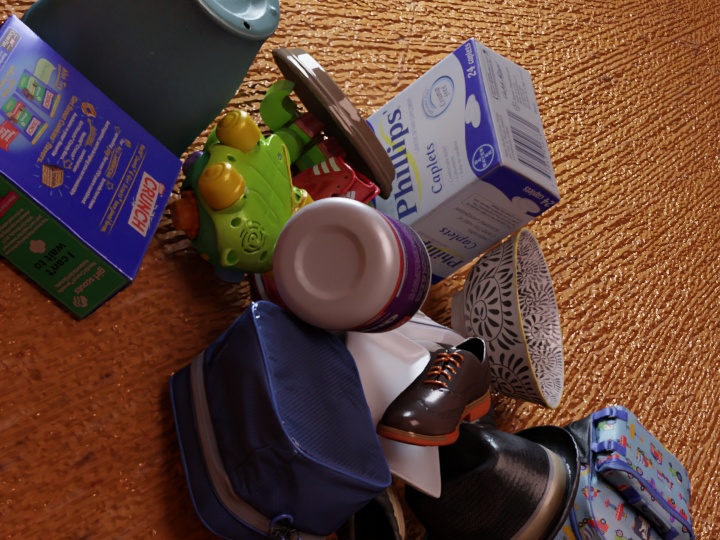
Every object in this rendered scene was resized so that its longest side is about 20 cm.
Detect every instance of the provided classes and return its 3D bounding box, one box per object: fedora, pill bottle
[{"bbox_3d":[0.106,0.202,1.319,0.091,0.200,0.201,38,37,-21],"label":"fedora"},{"bbox_3d":[0.000,0.000,1.289,0.113,0.112,0.200,63,12,11],"label":"pill bottle"}]

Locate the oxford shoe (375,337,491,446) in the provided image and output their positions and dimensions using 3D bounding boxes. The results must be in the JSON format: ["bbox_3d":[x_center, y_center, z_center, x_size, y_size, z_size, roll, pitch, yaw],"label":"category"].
[{"bbox_3d":[0.066,0.107,1.282,0.200,0.071,0.073,-25,124,-66],"label":"oxford shoe"}]

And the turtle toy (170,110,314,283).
[{"bbox_3d":[-0.116,-0.072,1.350,0.146,0.101,0.201,53,30,-34],"label":"turtle toy"}]

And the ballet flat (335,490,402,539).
[{"bbox_3d":[0.017,0.267,1.241,0.057,0.066,0.201,-109,178,-81],"label":"ballet flat"}]

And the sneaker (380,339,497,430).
[{"bbox_3d":[0.080,0.139,1.455,0.199,0.071,0.100,26,38,-44],"label":"sneaker"}]

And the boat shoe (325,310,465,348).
[{"bbox_3d":[0.040,0.055,1.474,0.199,0.073,0.067,19,49,-43],"label":"boat shoe"}]

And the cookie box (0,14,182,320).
[{"bbox_3d":[-0.263,-0.087,1.198,0.200,0.075,0.172,42,35,-21],"label":"cookie box"}]

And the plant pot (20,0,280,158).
[{"bbox_3d":[-0.182,-0.222,1.318,0.200,0.188,0.201,33,39,-31],"label":"plant pot"}]

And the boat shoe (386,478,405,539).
[{"bbox_3d":[0.003,0.173,1.327,0.064,0.071,0.201,8,55,-49],"label":"boat shoe"}]

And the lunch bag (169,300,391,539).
[{"bbox_3d":[-0.073,0.145,1.191,0.135,0.132,0.201,30,29,-38],"label":"lunch bag"}]

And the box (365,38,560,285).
[{"bbox_3d":[0.102,-0.119,1.589,0.105,0.200,0.185,23,45,-38],"label":"box"}]

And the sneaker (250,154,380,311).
[{"bbox_3d":[-0.043,-0.042,1.410,0.078,0.115,0.201,32,40,-32],"label":"sneaker"}]

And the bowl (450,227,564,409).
[{"bbox_3d":[0.157,0.059,1.581,0.201,0.093,0.202,-10,90,-72],"label":"bowl"}]

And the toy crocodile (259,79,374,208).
[{"bbox_3d":[-0.039,-0.114,1.528,0.200,0.062,0.068,53,33,-7],"label":"toy crocodile"}]

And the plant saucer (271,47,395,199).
[{"bbox_3d":[-0.024,-0.162,1.521,0.200,0.029,0.200,52,-2,2],"label":"plant saucer"}]

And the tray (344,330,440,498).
[{"bbox_3d":[0.023,0.122,1.328,0.107,0.022,0.201,32,31,-23],"label":"tray"}]

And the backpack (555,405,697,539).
[{"bbox_3d":[0.267,0.271,1.521,0.183,0.134,0.200,47,29,-16],"label":"backpack"}]
